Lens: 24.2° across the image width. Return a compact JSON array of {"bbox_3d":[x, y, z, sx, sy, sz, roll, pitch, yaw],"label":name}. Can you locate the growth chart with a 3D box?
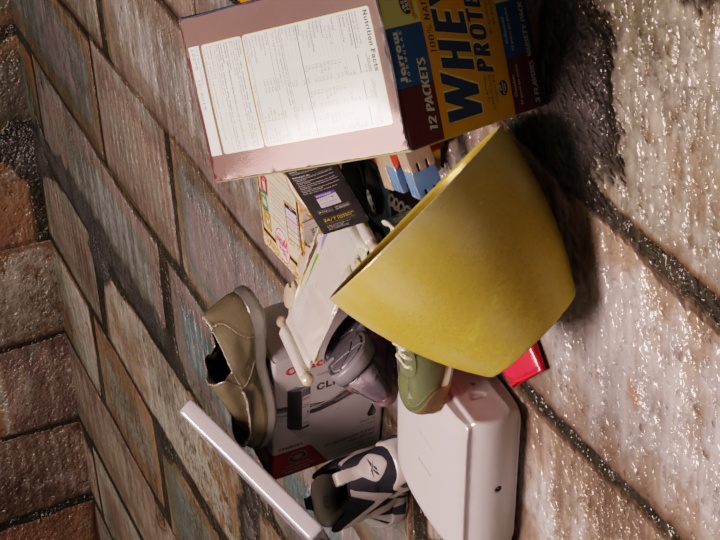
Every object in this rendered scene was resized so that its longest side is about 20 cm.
[{"bbox_3d":[-0.037,0.013,1.687,0.145,0.018,0.201,-109,38,-51],"label":"growth chart"}]

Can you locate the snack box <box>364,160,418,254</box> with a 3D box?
[{"bbox_3d":[0.026,-0.030,1.729,0.116,0.037,0.202,-137,37,-58],"label":"snack box"}]

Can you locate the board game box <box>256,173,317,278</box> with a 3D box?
[{"bbox_3d":[-0.077,-0.097,1.956,0.152,0.046,0.202,-134,34,-55],"label":"board game box"}]

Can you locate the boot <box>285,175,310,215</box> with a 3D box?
[{"bbox_3d":[-0.041,-0.145,1.786,0.201,0.074,0.107,70,156,18],"label":"boot"}]

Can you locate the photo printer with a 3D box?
[{"bbox_3d":[0.093,0.175,1.645,0.167,0.069,0.201,-127,29,-47],"label":"photo printer"}]

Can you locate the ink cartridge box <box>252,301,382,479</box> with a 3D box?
[{"bbox_3d":[-0.052,0.125,1.902,0.084,0.143,0.201,54,153,40],"label":"ink cartridge box"}]

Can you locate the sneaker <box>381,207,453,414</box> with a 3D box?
[{"bbox_3d":[0.041,0.035,1.529,0.067,0.089,0.202,33,119,54],"label":"sneaker"}]

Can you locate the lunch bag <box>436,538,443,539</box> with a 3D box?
[{"bbox_3d":[0.050,0.380,1.725,0.127,0.198,0.171,-172,68,-69],"label":"lunch bag"}]

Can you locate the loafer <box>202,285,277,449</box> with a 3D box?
[{"bbox_3d":[-0.138,0.109,1.806,0.075,0.069,0.202,43,144,52],"label":"loafer"}]

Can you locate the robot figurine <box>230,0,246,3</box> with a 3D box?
[{"bbox_3d":[-0.115,-0.343,1.860,0.200,0.058,0.146,-125,27,-43],"label":"robot figurine"}]

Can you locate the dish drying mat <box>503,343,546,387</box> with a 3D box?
[{"bbox_3d":[0.117,0.005,1.527,0.077,0.018,0.202,137,116,-68],"label":"dish drying mat"}]

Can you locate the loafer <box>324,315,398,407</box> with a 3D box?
[{"bbox_3d":[0.006,0.087,1.671,0.063,0.072,0.200,43,-170,-9],"label":"loafer"}]

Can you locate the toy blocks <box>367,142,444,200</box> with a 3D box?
[{"bbox_3d":[0.034,-0.137,1.566,0.138,0.099,0.200,69,167,-16],"label":"toy blocks"}]

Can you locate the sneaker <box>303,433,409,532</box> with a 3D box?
[{"bbox_3d":[-0.010,0.254,1.904,0.199,0.129,0.080,124,129,-66],"label":"sneaker"}]

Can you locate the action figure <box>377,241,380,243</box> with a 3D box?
[{"bbox_3d":[0.000,0.000,1.696,0.200,0.051,0.066,-133,38,-60],"label":"action figure"}]

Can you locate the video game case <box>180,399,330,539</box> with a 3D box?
[{"bbox_3d":[-0.113,0.232,1.858,0.200,0.023,0.182,42,171,11],"label":"video game case"}]

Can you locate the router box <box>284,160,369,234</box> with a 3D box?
[{"bbox_3d":[-0.047,-0.162,1.627,0.158,0.052,0.201,58,-159,-47],"label":"router box"}]

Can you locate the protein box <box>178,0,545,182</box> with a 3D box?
[{"bbox_3d":[0.003,-0.166,1.335,0.199,0.198,0.136,-6,101,39],"label":"protein box"}]

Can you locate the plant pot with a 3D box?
[{"bbox_3d":[0.093,0.002,1.381,0.142,0.200,0.200,45,160,-3],"label":"plant pot"}]
